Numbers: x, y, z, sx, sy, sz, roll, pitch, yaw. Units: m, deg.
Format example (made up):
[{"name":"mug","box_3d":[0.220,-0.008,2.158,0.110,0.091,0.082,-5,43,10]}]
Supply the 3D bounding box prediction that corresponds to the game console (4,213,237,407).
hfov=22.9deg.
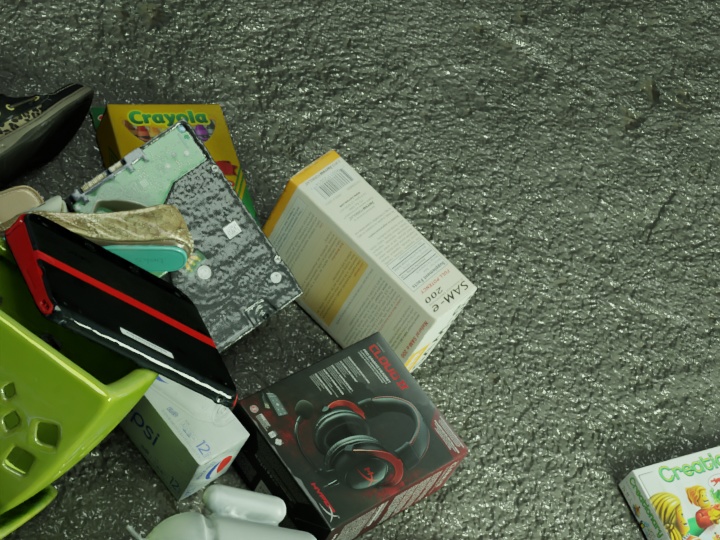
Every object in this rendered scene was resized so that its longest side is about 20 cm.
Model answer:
[{"name":"game console","box_3d":[-0.204,0.034,1.503,0.199,0.031,0.177,29,17,-33]}]

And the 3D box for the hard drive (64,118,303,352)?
[{"name":"hard drive","box_3d":[-0.165,-0.021,1.659,0.139,0.038,0.201,-36,92,-15]}]

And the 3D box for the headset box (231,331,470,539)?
[{"name":"headset box","box_3d":[-0.008,0.157,1.640,0.199,0.075,0.149,-24,68,-37]}]

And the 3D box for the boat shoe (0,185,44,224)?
[{"name":"boat shoe","box_3d":[-0.352,-0.024,1.611,0.074,0.069,0.200,39,48,6]}]

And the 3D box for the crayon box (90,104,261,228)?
[{"name":"crayon box","box_3d":[-0.185,-0.098,1.763,0.126,0.051,0.201,-4,57,-28]}]

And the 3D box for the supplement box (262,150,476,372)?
[{"name":"supplement box","box_3d":[0.000,0.000,1.731,0.200,0.126,0.073,45,47,10]}]

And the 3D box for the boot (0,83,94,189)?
[{"name":"boot","box_3d":[-0.362,-0.159,1.708,0.150,0.073,0.200,35,42,9]}]

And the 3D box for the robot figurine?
[{"name":"robot figurine","box_3d":[-0.106,0.266,1.483,0.198,0.113,0.171,13,65,-18]}]

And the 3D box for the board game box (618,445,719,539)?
[{"name":"board game box","box_3d":[0.370,0.242,1.791,0.199,0.035,0.127,-10,60,-32]}]

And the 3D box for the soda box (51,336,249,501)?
[{"name":"soda box","box_3d":[-0.190,0.102,1.597,0.063,0.068,0.200,-28,70,-39]}]

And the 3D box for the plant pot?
[{"name":"plant pot","box_3d":[-0.300,0.101,1.438,0.198,0.182,0.200,36,7,2]}]

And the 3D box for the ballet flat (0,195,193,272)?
[{"name":"ballet flat","box_3d":[-0.251,-0.033,1.599,0.198,0.071,0.066,2,55,-15]}]
